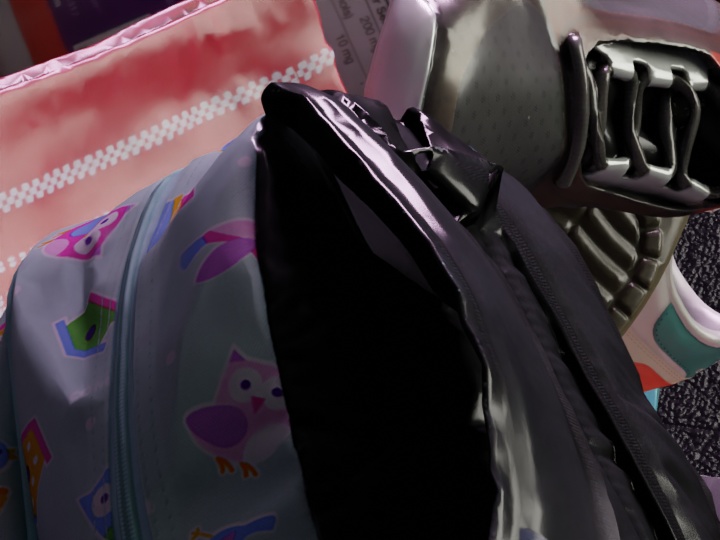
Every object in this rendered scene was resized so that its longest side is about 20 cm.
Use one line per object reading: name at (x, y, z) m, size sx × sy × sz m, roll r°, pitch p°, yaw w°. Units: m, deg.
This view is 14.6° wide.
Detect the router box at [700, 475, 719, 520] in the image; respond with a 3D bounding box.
router box at (0.070, 0.170, 0.631) m, size 0.052 × 0.200 × 0.157 m, roll 4°, pitch -50°, yaw 43°

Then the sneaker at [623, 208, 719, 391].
sneaker at (0.078, -0.050, 0.953) m, size 0.070 × 0.093 × 0.200 m, roll -57°, pitch 134°, yaw -69°

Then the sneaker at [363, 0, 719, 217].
sneaker at (0.071, -0.049, 0.745) m, size 0.200 × 0.082 × 0.077 m, roll -14°, pitch 120°, yaw -58°

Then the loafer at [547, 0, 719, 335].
loafer at (0.065, -0.026, 0.872) m, size 0.076 × 0.200 × 0.067 m, roll 44°, pitch -18°, yaw -4°

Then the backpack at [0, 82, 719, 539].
backpack at (0.000, 0.067, 0.502) m, size 0.167 × 0.126 × 0.200 m, roll 30°, pitch 36°, yaw -56°

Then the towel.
towel at (-0.021, 0.040, 0.620) m, size 0.145 × 0.022 × 0.200 m, roll -25°, pitch 90°, yaw -44°

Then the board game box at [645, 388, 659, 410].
board game box at (0.091, -0.026, 1.102) m, size 0.151 × 0.047 × 0.200 m, roll 101°, pitch -4°, yaw -74°

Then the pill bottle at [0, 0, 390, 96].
pill bottle at (-0.012, -0.094, 0.841) m, size 0.111 × 0.200 × 0.112 m, roll -23°, pitch 90°, yaw -87°
